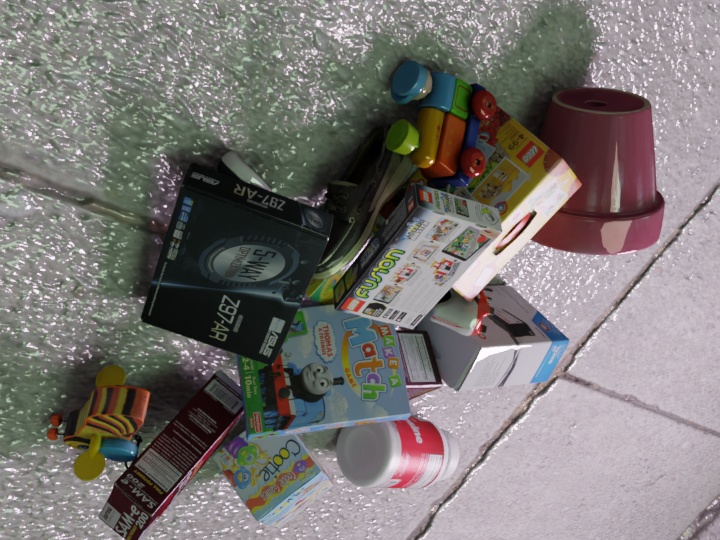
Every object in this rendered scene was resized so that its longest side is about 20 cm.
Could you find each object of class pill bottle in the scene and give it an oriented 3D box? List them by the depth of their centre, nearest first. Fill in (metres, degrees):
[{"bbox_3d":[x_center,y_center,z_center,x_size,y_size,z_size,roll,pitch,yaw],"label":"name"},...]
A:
[{"bbox_3d":[0.065,0.284,1.577,0.200,0.112,0.112,16,115,-49],"label":"pill bottle"}]

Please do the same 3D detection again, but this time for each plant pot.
[{"bbox_3d":[0.307,-0.139,1.332,0.199,0.200,0.180,-15,120,-32],"label":"plant pot"}]

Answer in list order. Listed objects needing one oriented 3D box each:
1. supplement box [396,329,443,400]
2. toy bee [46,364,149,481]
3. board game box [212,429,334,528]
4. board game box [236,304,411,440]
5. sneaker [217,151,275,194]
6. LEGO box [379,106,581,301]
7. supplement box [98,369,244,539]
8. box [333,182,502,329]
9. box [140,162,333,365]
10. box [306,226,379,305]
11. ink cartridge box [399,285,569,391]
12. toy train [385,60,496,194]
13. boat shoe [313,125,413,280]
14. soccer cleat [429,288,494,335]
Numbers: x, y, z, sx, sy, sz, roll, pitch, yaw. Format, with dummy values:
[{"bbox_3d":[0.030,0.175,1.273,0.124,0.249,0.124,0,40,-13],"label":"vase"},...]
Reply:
[{"bbox_3d":[0.000,0.137,1.365,0.200,0.086,0.110,5,153,-44],"label":"supplement box"},{"bbox_3d":[-0.304,0.186,1.154,0.108,0.131,0.200,12,128,-10],"label":"toy bee"},{"bbox_3d":[-0.113,0.271,1.359,0.105,0.103,0.200,-37,165,-8],"label":"board game box"},{"bbox_3d":[-0.049,0.119,1.236,0.199,0.152,0.037,-5,160,-14],"label":"board game box"},{"bbox_3d":[-0.131,-0.037,1.119,0.112,0.073,0.200,-41,144,-5],"label":"sneaker"},{"bbox_3d":[0.146,-0.088,1.255,0.200,0.149,0.077,-47,143,6],"label":"LEGO box"},{"bbox_3d":[-0.220,0.223,1.212,0.200,0.061,0.109,-49,176,-39],"label":"supplement box"},{"bbox_3d":[0.061,-0.011,1.147,0.110,0.035,0.200,15,138,-24],"label":"box"},{"bbox_3d":[-0.136,-0.001,1.086,0.160,0.044,0.200,20,127,-8],"label":"box"},{"bbox_3d":[0.000,0.000,1.297,0.117,0.048,0.200,-50,141,9],"label":"box"},{"bbox_3d":[0.181,0.094,1.467,0.200,0.145,0.084,0,126,-42],"label":"ink cartridge box"},{"bbox_3d":[0.076,-0.131,1.151,0.115,0.085,0.201,20,77,-37],"label":"toy train"},{"bbox_3d":[-0.012,-0.082,1.169,0.065,0.073,0.200,46,64,-34],"label":"boat shoe"},{"bbox_3d":[0.122,0.012,1.327,0.085,0.200,0.069,13,124,-10],"label":"soccer cleat"}]
